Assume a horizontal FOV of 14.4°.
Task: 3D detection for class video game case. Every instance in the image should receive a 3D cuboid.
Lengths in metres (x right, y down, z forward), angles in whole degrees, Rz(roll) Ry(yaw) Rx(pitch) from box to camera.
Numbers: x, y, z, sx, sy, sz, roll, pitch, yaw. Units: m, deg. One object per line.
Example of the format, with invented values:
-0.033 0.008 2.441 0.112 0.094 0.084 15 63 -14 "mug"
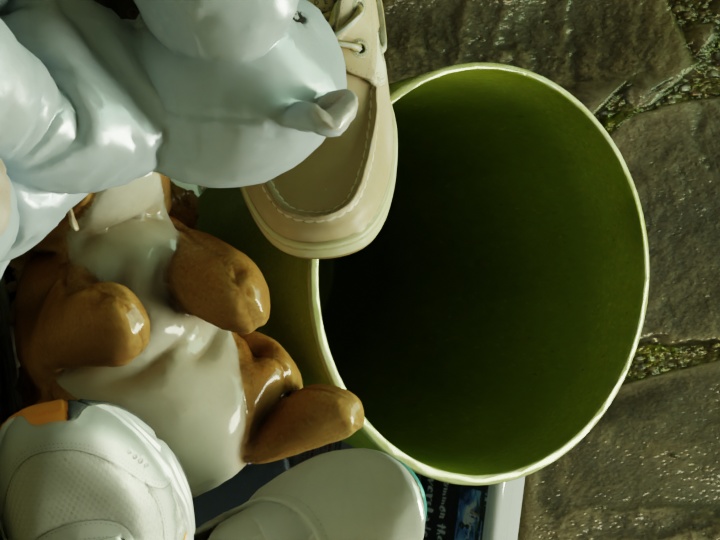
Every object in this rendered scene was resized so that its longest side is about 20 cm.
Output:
0.012 0.110 1.448 0.182 0.023 0.200 14 -80 46 "video game case"

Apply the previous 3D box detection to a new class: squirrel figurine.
-0.112 0.002 1.203 0.187 0.141 0.200 68 -14 -10 "squirrel figurine"

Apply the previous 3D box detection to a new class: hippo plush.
-0.083 -0.056 0.933 0.159 0.161 0.200 -106 -175 -67 "hippo plush"

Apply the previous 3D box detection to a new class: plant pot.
0.000 0.000 1.337 0.200 0.187 0.187 2 -74 56 "plant pot"

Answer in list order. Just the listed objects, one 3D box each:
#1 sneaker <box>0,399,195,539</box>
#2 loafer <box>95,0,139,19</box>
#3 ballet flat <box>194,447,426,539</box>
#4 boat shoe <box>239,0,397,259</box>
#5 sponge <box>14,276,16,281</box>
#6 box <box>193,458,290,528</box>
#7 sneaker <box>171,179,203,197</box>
-0.094 0.144 1.083 0.092 0.076 0.200 -96 175 -59 "sneaker"
-0.083 -0.128 1.240 0.200 0.071 0.073 118 -6 -46 "loafer"
-0.055 0.129 1.163 0.200 0.069 0.070 -27 -111 43 "ballet flat"
-0.022 -0.099 1.200 0.065 0.072 0.200 83 5 -58 "boat shoe"
-0.147 0.032 1.424 0.200 0.030 0.112 88 -8 -73 "sponge"
-0.066 0.206 1.360 0.200 0.117 0.197 81 -3 -79 "box"
-0.104 0.047 1.448 0.089 0.077 0.200 -80 160 -52 "sneaker"
